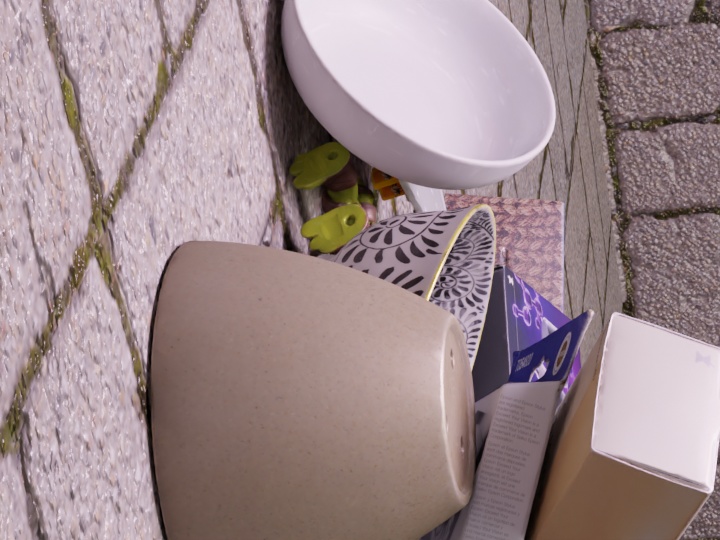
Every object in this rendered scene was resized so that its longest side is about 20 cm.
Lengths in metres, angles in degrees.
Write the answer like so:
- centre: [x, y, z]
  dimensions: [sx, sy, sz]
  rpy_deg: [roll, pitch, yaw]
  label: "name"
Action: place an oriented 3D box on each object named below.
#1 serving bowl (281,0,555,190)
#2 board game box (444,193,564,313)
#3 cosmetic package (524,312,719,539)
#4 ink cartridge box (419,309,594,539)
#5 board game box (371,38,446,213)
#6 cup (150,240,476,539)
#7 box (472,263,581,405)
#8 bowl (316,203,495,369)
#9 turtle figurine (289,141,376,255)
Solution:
- centre: [0.029, -0.124, 1.502]
  dimensions: [0.066, 0.199, 0.201]
  rpy_deg: [-53, -163, 37]
  label: "serving bowl"
- centre: [0.106, 0.064, 1.823]
  dimensions: [0.201, 0.096, 0.160]
  rpy_deg: [93, 1, -53]
  label: "board game box"
- centre: [0.132, 0.128, 1.271]
  dimensions: [0.200, 0.071, 0.106]
  rpy_deg: [113, -6, -46]
  label: "cosmetic package"
- centre: [0.069, 0.124, 1.328]
  dimensions: [0.200, 0.040, 0.201]
  rpy_deg: [129, -21, -77]
  label: "ink cartridge box"
- centre: [0.023, -0.109, 1.653]
  dimensions: [0.200, 0.026, 0.201]
  rpy_deg: [57, 18, -63]
  label: "board game box"
- centre: [-0.016, 0.080, 1.215]
  dimensions: [0.200, 0.142, 0.202]
  rpy_deg: [-4, 90, -78]
  label: "cup"
- centre: [0.097, 0.116, 1.543]
  dimensions: [0.141, 0.078, 0.201]
  rpy_deg: [32, 50, -55]
  label: "box"
- centre: [0.008, 0.044, 1.393]
  dimensions: [0.201, 0.094, 0.202]
  rpy_deg: [17, 90, -76]
  label: "bowl"
- centre: [0.000, 0.000, 1.512]
  dimensions: [0.162, 0.064, 0.201]
  rpy_deg: [67, 22, -58]
  label: "turtle figurine"
